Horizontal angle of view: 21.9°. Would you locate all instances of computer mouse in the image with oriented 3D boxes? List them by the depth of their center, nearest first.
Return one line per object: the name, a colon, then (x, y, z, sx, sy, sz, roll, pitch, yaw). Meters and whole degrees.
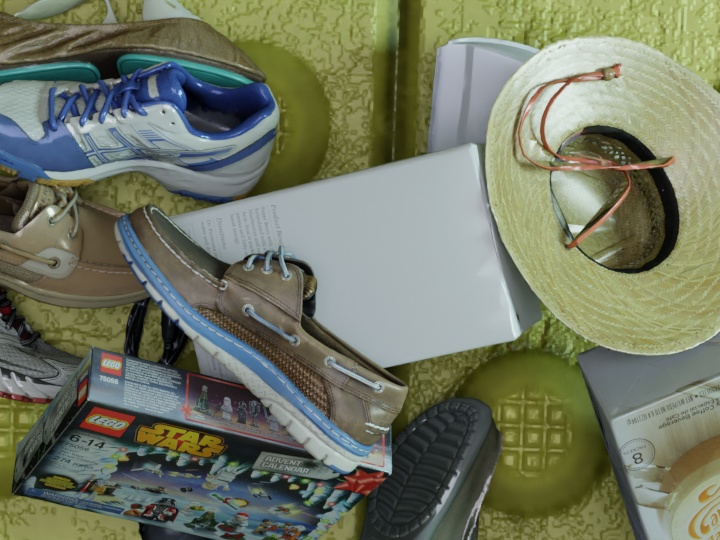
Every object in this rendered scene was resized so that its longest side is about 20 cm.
computer mouse: (-0.125, 0.103, 1.227, 0.058, 0.034, 0.202, -6, 91, 0)

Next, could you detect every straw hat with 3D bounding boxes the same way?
straw hat: (0.149, -0.040, 1.151, 0.200, 0.085, 0.203, 4, 77, -20)

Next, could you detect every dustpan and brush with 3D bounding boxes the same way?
dustpan and brush: (0.145, -0.077, 1.223, 0.198, 0.057, 0.141, 6, 102, 6)

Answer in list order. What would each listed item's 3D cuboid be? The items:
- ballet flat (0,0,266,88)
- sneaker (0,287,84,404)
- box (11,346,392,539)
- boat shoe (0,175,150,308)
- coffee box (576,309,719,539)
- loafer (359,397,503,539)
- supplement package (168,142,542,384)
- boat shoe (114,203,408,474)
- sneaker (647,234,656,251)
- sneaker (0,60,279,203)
ballet flat: (-0.160, -0.150, 1.215, 0.198, 0.068, 0.073, -1, 72, 3)
sneaker: (-0.256, 0.025, 1.203, 0.199, 0.078, 0.083, 28, 89, -1)
box: (-0.098, 0.116, 1.147, 0.199, 0.137, 0.040, 16, 53, -22)
boat shoe: (-0.206, -0.026, 1.178, 0.199, 0.072, 0.065, 6, 134, -22)
coffee box: (0.221, 0.130, 1.166, 0.114, 0.080, 0.201, -21, 120, 1)
loafer: (0.041, 0.179, 1.220, 0.069, 0.075, 0.201, 28, 86, -38)
supplement package: (0.000, 0.000, 1.163, 0.199, 0.120, 0.122, -12, 91, 14)
boat shoe: (-0.055, 0.024, 1.085, 0.200, 0.072, 0.072, 44, 99, -3)
sneaker: (0.263, -0.031, 1.180, 0.200, 0.131, 0.080, -38, 93, 0)
sneaker: (-0.147, -0.101, 1.167, 0.199, 0.088, 0.076, 4, 54, -22)
